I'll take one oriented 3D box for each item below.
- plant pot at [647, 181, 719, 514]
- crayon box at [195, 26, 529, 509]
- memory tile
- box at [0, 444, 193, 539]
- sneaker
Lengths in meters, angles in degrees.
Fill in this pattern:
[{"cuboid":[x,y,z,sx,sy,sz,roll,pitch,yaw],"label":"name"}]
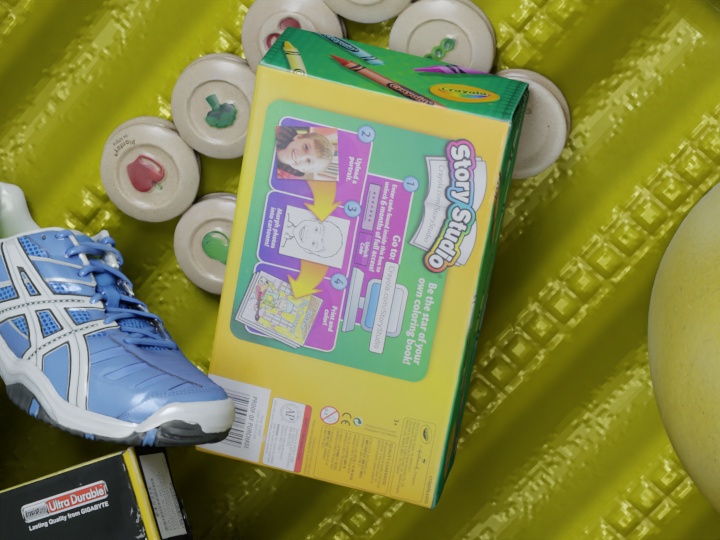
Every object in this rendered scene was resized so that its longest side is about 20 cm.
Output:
[{"cuboid":[0.218,0.056,1.249,0.200,0.142,0.200,4,111,12],"label":"plant pot"},{"cuboid":[0.000,0.000,1.305,0.119,0.058,0.200,14,112,7],"label":"crayon box"},{"cuboid":[-0.014,-0.057,1.328,0.200,0.017,0.153,-41,97,22],"label":"memory tile"},{"cuboid":[-0.163,0.184,1.318,0.200,0.049,0.160,-18,86,19],"label":"box"},{"cuboid":[-0.135,0.023,1.321,0.200,0.076,0.077,28,106,33],"label":"sneaker"}]
